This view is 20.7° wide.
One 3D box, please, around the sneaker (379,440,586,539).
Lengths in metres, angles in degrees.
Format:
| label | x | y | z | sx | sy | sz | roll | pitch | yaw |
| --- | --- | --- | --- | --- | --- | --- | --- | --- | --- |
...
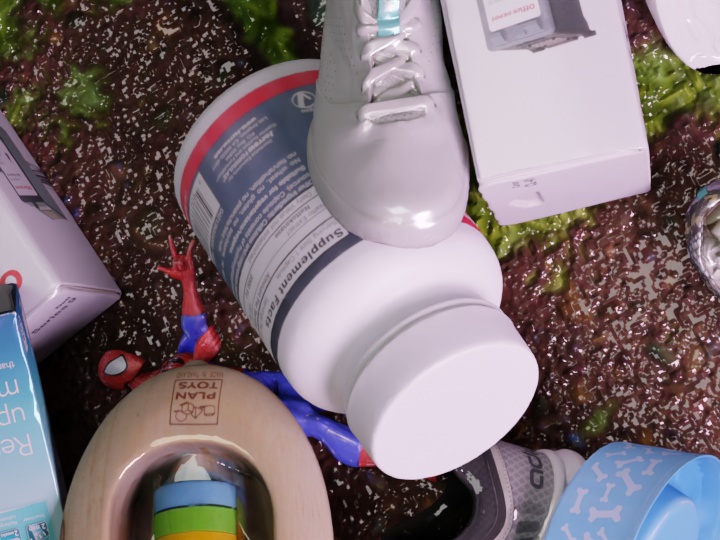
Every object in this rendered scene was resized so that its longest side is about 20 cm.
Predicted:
| label | x | y | z | sx | sy | sz | roll | pitch | yaw |
| --- | --- | --- | --- | --- | --- | --- | --- | --- | --- |
| sneaker | 0.038 | 0.169 | 0.985 | 0.087 | 0.074 | 0.200 | 25 | 90 | -17 |

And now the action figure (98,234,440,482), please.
| label | x | y | z | sx | sy | sz | roll | pitch | yaw |
| --- | --- | --- | --- | --- | --- | --- | --- | --- | --- |
| action figure | -0.050 | 0.045 | 1.034 | 0.200 | 0.065 | 0.099 | 6 | 121 | 19 |

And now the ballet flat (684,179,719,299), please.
| label | x | y | z | sx | sy | sz | roll | pitch | yaw |
| --- | --- | --- | --- | --- | --- | --- | --- | --- | --- |
| ballet flat | 0.229 | 0.032 | 0.952 | 0.072 | 0.072 | 0.200 | -46 | 74 | 10 |

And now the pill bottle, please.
| label | x | y | z | sx | sy | sz | roll | pitch | yaw |
| --- | --- | --- | --- | --- | --- | --- | --- | --- | --- |
| pill bottle | 0.000 | 0.000 | 0.973 | 0.120 | 0.120 | 0.200 | -43 | 54 | 11 |

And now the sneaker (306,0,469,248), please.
| label | x | y | z | sx | sy | sz | roll | pitch | yaw |
| --- | --- | --- | --- | --- | --- | --- | --- | --- | --- |
| sneaker | 0.011 | -0.104 | 0.926 | 0.075 | 0.089 | 0.200 | -2 | 51 | -5 |

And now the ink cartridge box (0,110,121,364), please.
| label | x | y | z | sx | sy | sz | roll | pitch | yaw |
| --- | --- | --- | --- | --- | --- | --- | --- | --- | --- |
| ink cartridge box | -0.252 | -0.022 | 1.108 | 0.146 | 0.084 | 0.200 | -38 | 76 | 12 |

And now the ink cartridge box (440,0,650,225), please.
| label | x | y | z | sx | sy | sz | roll | pitch | yaw |
| --- | --- | --- | --- | --- | --- | --- | --- | --- | --- |
| ink cartridge box | 0.084 | -0.135 | 0.970 | 0.085 | 0.148 | 0.200 | -13 | 83 | 8 |

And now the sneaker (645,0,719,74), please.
| label | x | y | z | sx | sy | sz | roll | pitch | yaw |
| --- | --- | --- | --- | --- | --- | --- | --- | --- | --- |
| sneaker | 0.166 | -0.217 | 0.992 | 0.080 | 0.147 | 0.200 | -12 | 126 | 6 |

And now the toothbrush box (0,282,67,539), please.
| label | x | y | z | sx | sy | sz | roll | pitch | yaw |
| --- | --- | --- | --- | --- | --- | --- | --- | --- | --- |
| toothbrush box | -0.223 | 0.123 | 1.005 | 0.146 | 0.085 | 0.200 | -12 | 102 | -7 |

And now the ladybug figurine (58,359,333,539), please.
| label | x | y | z | sx | sy | sz | roll | pitch | yaw |
| --- | --- | --- | --- | --- | --- | --- | --- | --- | --- |
| ladybug figurine | -0.078 | 0.143 | 0.974 | 0.135 | 0.072 | 0.200 | 0 | 68 | 6 |

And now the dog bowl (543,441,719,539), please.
| label | x | y | z | sx | sy | sz | roll | pitch | yaw |
| --- | --- | --- | --- | --- | --- | --- | --- | --- | --- |
| dog bowl | 0.115 | 0.176 | 0.960 | 0.050 | 0.111 | 0.200 | 20 | 92 | 32 |
